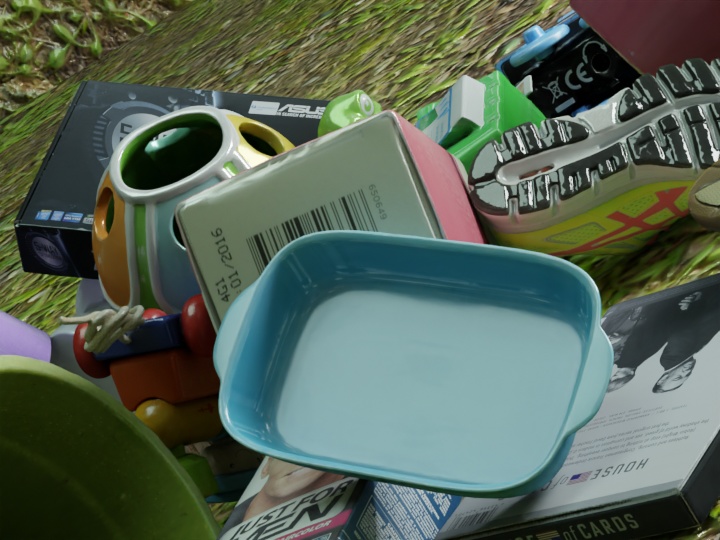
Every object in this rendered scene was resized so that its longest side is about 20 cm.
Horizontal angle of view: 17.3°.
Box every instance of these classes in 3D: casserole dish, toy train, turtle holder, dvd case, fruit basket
[{"bbox_3d":[0.026,0.047,1.091,0.199,0.039,0.122,7,65,28],"label":"casserole dish"},{"bbox_3d":[-0.107,0.076,1.270,0.084,0.117,0.200,-12,-2,22],"label":"toy train"},{"bbox_3d":[0.184,-0.158,1.588,0.199,0.087,0.114,-32,6,16],"label":"toy train"},{"bbox_3d":[-0.073,-0.029,1.411,0.184,0.132,0.142,-7,45,18],"label":"turtle holder"},{"bbox_3d":[0.135,0.062,1.099,0.150,0.025,0.200,-19,21,44],"label":"dvd case"},{"bbox_3d":[0.033,-0.029,1.471,0.199,0.094,0.186,-36,18,18],"label":"fruit basket"}]

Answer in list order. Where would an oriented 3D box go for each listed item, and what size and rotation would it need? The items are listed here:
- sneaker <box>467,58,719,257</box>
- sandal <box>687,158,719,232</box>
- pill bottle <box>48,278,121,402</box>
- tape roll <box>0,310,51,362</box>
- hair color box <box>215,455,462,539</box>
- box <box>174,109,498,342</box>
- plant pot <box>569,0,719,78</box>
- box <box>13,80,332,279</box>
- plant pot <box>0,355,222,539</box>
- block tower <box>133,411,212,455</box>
[{"bbox_3d":[0.160,-0.054,1.319,0.198,0.091,0.079,-13,53,3],"label":"sneaker"},{"bbox_3d":[0.259,-0.054,1.165,0.199,0.054,0.080,-22,18,-13],"label":"sandal"},{"bbox_3d":[-0.124,0.017,1.618,0.112,0.112,0.200,-17,22,48],"label":"pill bottle"},{"bbox_3d":[-0.276,0.119,1.544,0.201,0.065,0.201,-55,18,27],"label":"tape roll"},{"bbox_3d":[-0.011,0.122,1.150,0.100,0.061,0.200,-25,16,27],"label":"hair color box"},{"bbox_3d":[0.000,0.000,1.251,0.127,0.110,0.200,-23,-9,9],"label":"box"},{"bbox_3d":[0.227,-0.181,1.382,0.179,0.200,0.200,-47,13,9],"label":"plant pot"},{"bbox_3d":[-0.113,-0.056,1.582,0.198,0.044,0.161,6,42,12],"label":"box"},{"bbox_3d":[-0.192,0.177,1.168,0.190,0.200,0.200,-39,11,27],"label":"plant pot"},{"bbox_3d":[-0.128,0.127,1.396,0.058,0.054,0.200,-29,15,20],"label":"block tower"}]
